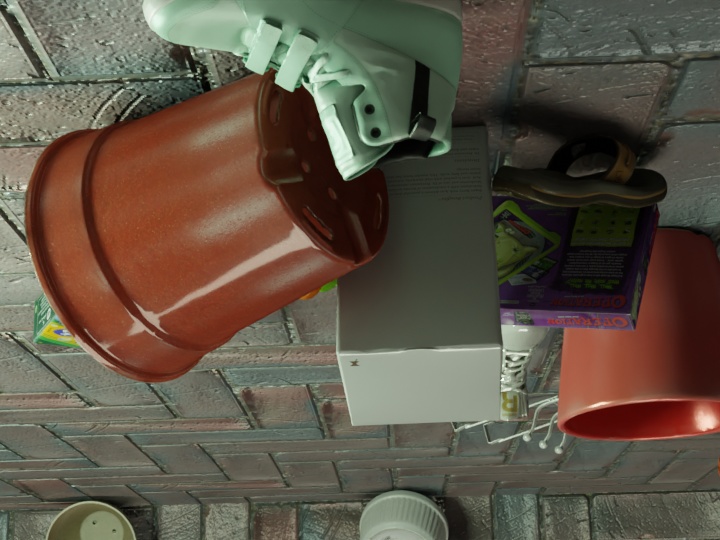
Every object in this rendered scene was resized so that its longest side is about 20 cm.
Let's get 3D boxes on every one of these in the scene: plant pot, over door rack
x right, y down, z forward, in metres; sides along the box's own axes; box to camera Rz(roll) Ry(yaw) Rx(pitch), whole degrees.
[{"bbox_3d":[-0.098,-0.042,0.952,0.195,0.201,0.201,-21,155,30],"label":"plant pot"},{"bbox_3d":[0.286,0.063,1.314,0.200,0.178,0.200,-1,163,0],"label":"plant pot"},{"bbox_3d":[0.259,0.248,2.086,0.200,0.067,0.148,-11,160,27],"label":"over door rack"}]

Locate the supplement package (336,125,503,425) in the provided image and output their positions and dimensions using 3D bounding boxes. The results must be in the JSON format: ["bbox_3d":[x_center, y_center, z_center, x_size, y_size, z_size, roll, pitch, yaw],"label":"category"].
[{"bbox_3d":[0.045,0.005,1.033,0.121,0.200,0.120,-2,147,4],"label":"supplement package"}]

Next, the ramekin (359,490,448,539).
[{"bbox_3d":[0.090,0.593,2.924,0.200,0.105,0.201,4,119,8],"label":"ramekin"}]

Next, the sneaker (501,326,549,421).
[{"bbox_3d":[0.186,0.119,1.590,0.073,0.116,0.200,1,161,-2],"label":"sneaker"}]

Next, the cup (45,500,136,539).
[{"bbox_3d":[-0.588,0.599,2.971,0.200,0.201,0.143,-1,-178,-1],"label":"cup"}]

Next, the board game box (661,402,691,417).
[{"bbox_3d":[0.411,0.073,1.395,0.199,0.151,0.047,-7,166,17],"label":"board game box"}]

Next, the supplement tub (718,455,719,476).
[{"bbox_3d":[0.703,0.324,2.269,0.122,0.123,0.200,4,161,-17],"label":"supplement tub"}]

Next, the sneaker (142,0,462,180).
[{"bbox_3d":[-0.033,-0.118,0.810,0.200,0.119,0.074,3,164,-10],"label":"sneaker"}]

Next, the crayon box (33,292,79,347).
[{"bbox_3d":[-0.240,0.050,1.439,0.199,0.052,0.126,6,161,-24],"label":"crayon box"}]

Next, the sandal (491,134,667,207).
[{"bbox_3d":[0.176,-0.080,1.045,0.200,0.055,0.082,-2,-170,-44],"label":"sandal"}]

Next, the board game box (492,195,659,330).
[{"bbox_3d":[0.140,-0.009,1.112,0.199,0.120,0.032,2,140,27],"label":"board game box"}]

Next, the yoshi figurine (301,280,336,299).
[{"bbox_3d":[0.013,0.003,1.226,0.112,0.112,0.200,-18,160,26],"label":"yoshi figurine"}]
